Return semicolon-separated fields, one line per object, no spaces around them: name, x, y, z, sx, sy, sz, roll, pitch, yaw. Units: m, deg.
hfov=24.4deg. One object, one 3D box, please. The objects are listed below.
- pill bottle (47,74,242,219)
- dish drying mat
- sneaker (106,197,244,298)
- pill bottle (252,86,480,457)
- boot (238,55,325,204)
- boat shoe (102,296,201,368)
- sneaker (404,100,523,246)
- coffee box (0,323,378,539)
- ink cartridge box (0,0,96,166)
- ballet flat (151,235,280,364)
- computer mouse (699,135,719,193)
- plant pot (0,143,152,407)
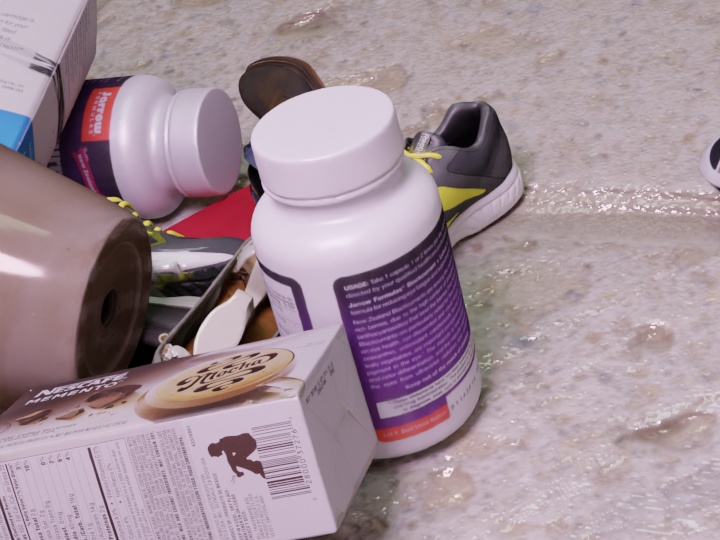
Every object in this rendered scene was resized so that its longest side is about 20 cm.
pill bottle;-0.199;-0.094;1.298;0.198;0.112;0.112;-3;34;20
dish drying mat;-0.077;-0.042;1.257;0.199;0.018;0.077;-31;36;-21
sneaker;-0.165;-0.016;1.161;0.198;0.075;0.085;-4;62;19
pill bottle;0.000;0.000;0.973;0.110;0.201;0.112;-10;33;7
boot;-0.064;-0.103;1.256;0.096;0.075;0.200;-28;36;-23
boat shoe;-0.164;0.053;1.097;0.199;0.072;0.061;0;31;19
sneaker;0.035;-0.048;1.154;0.074;0.085;0.200;13;42;38
coffee box;-0.103;0.100;0.900;0.198;0.080;0.113;-12;14;16
ink cartridge box;-0.287;-0.135;1.203;0.145;0.085;0.201;13;49;4
ballet flat;-0.066;0.022;1.035;0.067;0.064;0.200;29;51;7
computer mouse;0.321;-0.054;1.083;0.199;0.044;0.110;10;45;26
plant pot;-0.228;0.004;1.017;0.172;0.201;0.200;12;39;13
